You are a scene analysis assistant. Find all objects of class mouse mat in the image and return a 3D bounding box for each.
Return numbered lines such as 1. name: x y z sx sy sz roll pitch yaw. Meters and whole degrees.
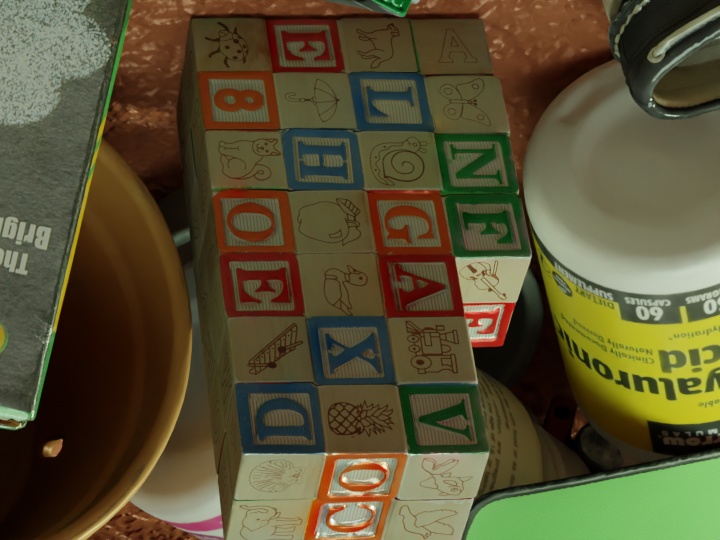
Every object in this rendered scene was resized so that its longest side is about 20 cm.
1. mouse mat: 0.115 0.133 1.150 0.199 0.008 0.161 -9 134 -25

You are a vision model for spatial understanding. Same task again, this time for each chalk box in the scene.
1. chalk box: -0.161 -0.022 0.910 0.124 0.124 0.201 13 96 -15

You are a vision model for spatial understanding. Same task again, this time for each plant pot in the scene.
1. plant pot: -0.175 0.040 1.046 0.199 0.201 0.140 3 157 -17

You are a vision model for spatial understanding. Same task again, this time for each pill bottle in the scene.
1. pill bottle: 0.002 0.077 1.120 0.113 0.114 0.200 -32 138 28
2. pill bottle: 0.133 0.012 1.128 0.111 0.112 0.200 -13 144 5

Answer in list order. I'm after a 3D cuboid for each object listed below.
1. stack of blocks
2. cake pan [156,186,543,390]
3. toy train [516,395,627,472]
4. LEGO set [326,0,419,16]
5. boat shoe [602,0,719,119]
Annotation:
1. stack of blocks: 0.000 0.000 1.009 0.115 0.200 0.059 0 142 -11
2. cake pan: -0.024 0.020 1.165 0.200 0.037 0.201 -6 143 -4
3. toy train: 0.070 0.132 1.292 0.114 0.085 0.200 17 139 3
4. LEGO set: -0.043 -0.166 0.852 0.200 0.116 0.154 16 93 -24
5. boat shoe: 0.188 -0.111 1.020 0.199 0.060 0.074 -16 142 9
